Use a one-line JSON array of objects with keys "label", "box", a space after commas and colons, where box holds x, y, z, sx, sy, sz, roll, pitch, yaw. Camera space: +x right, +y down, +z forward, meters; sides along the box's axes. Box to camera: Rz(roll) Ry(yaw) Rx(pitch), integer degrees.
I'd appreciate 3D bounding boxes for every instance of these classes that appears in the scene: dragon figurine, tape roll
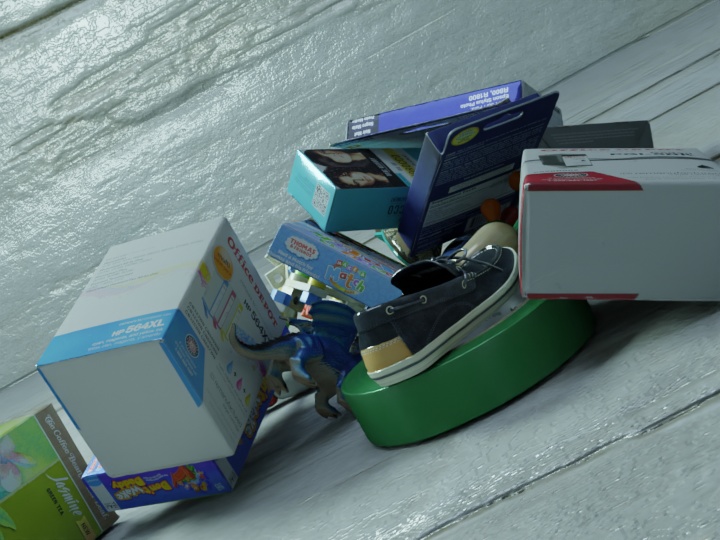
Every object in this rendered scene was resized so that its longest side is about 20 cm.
[{"label": "dragon figurine", "box": [-0.037, 0.062, 1.067, 0.059, 0.200, 0.100, -24, 47, 47]}, {"label": "tape roll", "box": [0.082, 0.063, 0.958, 0.200, 0.048, 0.200, -28, 8, 4]}]

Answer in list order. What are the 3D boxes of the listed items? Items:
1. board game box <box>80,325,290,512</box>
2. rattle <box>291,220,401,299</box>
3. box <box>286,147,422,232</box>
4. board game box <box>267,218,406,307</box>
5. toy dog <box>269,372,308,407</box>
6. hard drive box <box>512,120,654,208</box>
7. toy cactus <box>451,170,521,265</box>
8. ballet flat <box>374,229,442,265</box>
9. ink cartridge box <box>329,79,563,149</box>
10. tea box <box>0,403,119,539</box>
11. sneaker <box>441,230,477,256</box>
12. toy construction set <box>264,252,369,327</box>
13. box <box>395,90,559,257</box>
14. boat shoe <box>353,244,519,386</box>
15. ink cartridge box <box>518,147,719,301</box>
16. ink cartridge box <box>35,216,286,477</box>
[{"label": "board game box", "box": [-0.152, 0.124, 1.127, 0.134, 0.045, 0.200, -13, 32, 25]}, {"label": "rattle", "box": [0.022, -0.023, 1.443, 0.130, 0.143, 0.200, -12, -8, -30]}, {"label": "box", "box": [0.034, -0.083, 1.237, 0.200, 0.049, 0.082, -5, 35, -34]}, {"label": "board game box", "box": [0.000, 0.000, 1.180, 0.037, 0.151, 0.200, -63, -3, 6]}, {"label": "toy dog", "box": [-0.145, 0.115, 1.271, 0.200, 0.096, 0.132, -31, 8, -13]}, {"label": "hard drive box", "box": [0.191, -0.098, 1.323, 0.156, 0.077, 0.200, -6, -4, -29]}, {"label": "toy cactus", "box": [0.147, -0.030, 1.091, 0.165, 0.102, 0.200, -34, 16, -27]}, {"label": "ballet flat", "box": [0.056, -0.051, 1.331, 0.075, 0.068, 0.200, -60, 11, 5]}, {"label": "ink cartridge box", "box": [0.092, -0.152, 1.296, 0.199, 0.041, 0.200, -11, -9, 23]}, {"label": "tea box", "box": [-0.369, 0.240, 1.130, 0.200, 0.134, 0.197, -22, 11, 41]}, {"label": "sneaker", "box": [0.109, 0.001, 1.225, 0.078, 0.070, 0.200, -28, 0, 31]}, {"label": "toy construction set", "box": [-0.048, 0.035, 1.292, 0.092, 0.131, 0.200, -66, 14, 9]}, {"label": "box", "box": [0.106, -0.096, 1.148, 0.121, 0.032, 0.200, -22, -25, -22]}, {"label": "boat shoe", "box": [0.060, 0.017, 0.930, 0.075, 0.062, 0.200, -25, 7, 41]}, {"label": "ink cartridge box", "box": [0.189, -0.040, 0.910, 0.146, 0.083, 0.200, 0, 12, 6]}, {"label": "ink cartridge box", "box": [-0.160, 0.055, 1.064, 0.125, 0.129, 0.200, -13, 32, 23]}]
